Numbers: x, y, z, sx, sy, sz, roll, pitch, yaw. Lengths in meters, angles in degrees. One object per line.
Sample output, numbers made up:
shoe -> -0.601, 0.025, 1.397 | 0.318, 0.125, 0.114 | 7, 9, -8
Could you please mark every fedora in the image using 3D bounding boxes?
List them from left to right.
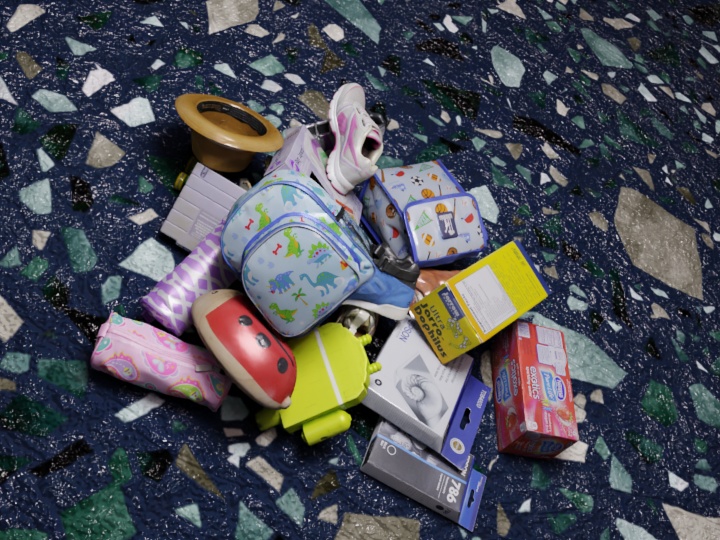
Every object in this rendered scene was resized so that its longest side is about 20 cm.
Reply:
fedora -> -0.221, -0.216, 1.269 | 0.197, 0.083, 0.201 | 22, 24, -10

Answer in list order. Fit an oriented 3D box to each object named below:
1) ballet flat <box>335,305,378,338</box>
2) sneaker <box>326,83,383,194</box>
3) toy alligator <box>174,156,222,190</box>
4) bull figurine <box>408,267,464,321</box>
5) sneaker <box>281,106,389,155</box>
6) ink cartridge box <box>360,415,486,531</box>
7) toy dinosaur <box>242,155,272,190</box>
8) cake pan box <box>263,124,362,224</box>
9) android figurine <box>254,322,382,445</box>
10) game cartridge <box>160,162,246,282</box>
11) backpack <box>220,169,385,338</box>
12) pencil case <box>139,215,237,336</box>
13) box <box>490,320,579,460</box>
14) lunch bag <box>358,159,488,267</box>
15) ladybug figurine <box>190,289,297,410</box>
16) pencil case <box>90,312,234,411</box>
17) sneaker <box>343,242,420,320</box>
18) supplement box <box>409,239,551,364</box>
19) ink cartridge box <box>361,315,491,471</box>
ballet flat -> -0.014, 0.099, 1.232 | 0.068, 0.067, 0.201 | 34, 50, -1
sneaker -> 0.000, -0.230, 1.320 | 0.081, 0.087, 0.204 | 29, 56, -54
toy alligator -> -0.259, -0.178, 1.314 | 0.059, 0.054, 0.202 | 27, 50, -5
bull figurine -> 0.160, 0.043, 1.354 | 0.196, 0.065, 0.123 | 4, 58, -24
sneaker -> -0.040, -0.271, 1.423 | 0.196, 0.141, 0.079 | 0, 49, -27
ink cartridge box -> 0.104, 0.299, 1.170 | 0.198, 0.039, 0.100 | 29, 49, -5
toy dinosaur -> -0.144, -0.087, 1.271 | 0.100, 0.058, 0.203 | -21, 86, 10
cake pan box -> -0.072, -0.127, 1.279 | 0.185, 0.052, 0.201 | 51, 21, -18
android figurine -> -0.068, 0.154, 1.129 | 0.197, 0.041, 0.184 | -23, 63, -1
game cartridge -> -0.204, -0.065, 1.234 | 0.198, 0.038, 0.131 | 30, 92, -3
backpack -> -0.092, -0.027, 1.072 | 0.201, 0.182, 0.147 | 48, 14, -14
pencil case -> -0.233, 0.004, 1.146 | 0.200, 0.085, 0.085 | -47, 128, -24
box -> 0.284, 0.198, 1.286 | 0.098, 0.096, 0.203 | 13, 53, -16
lunch bag -> 0.112, -0.094, 1.372 | 0.167, 0.125, 0.201 | -11, 52, -28
ladybug figurine -> -0.152, 0.102, 1.068 | 0.201, 0.072, 0.136 | 50, 10, 11
pencil case -> -0.270, 0.128, 1.080 | 0.197, 0.088, 0.089 | 22, 51, -9
sneaker -> 0.000, 0.000, 1.210 | 0.196, 0.113, 0.077 | 16, 17, -16
supplement box -> 0.196, 0.049, 1.264 | 0.198, 0.109, 0.110 | -27, 82, -39
ink cartridge box -> 0.112, 0.183, 1.223 | 0.198, 0.041, 0.200 | 33, 38, 1
